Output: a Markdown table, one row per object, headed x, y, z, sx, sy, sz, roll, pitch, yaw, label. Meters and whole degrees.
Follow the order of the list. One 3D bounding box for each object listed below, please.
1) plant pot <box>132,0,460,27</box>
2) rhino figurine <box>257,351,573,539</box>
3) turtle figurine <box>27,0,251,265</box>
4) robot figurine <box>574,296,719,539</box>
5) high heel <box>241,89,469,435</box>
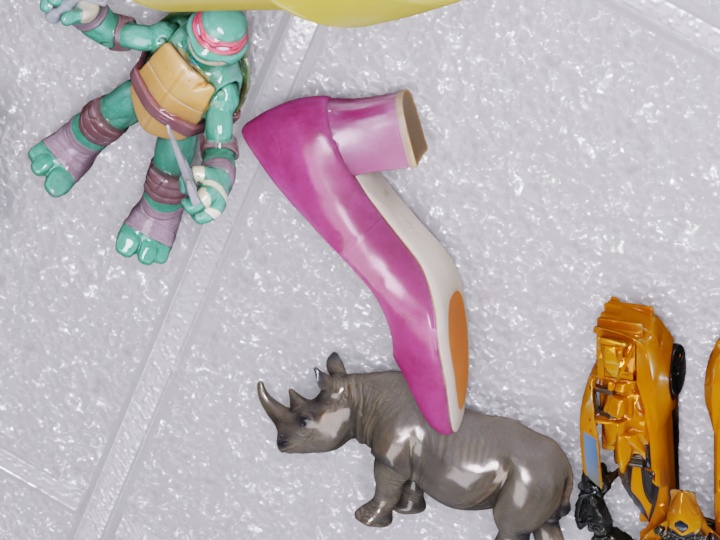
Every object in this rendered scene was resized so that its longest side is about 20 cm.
| x | y | z | sx | sy | sz | roll | pitch | yaw | label |
| --- | --- | --- | --- | --- | --- | --- | --- | --- | --- |
| -0.044 | -0.208 | 1.327 | 0.189 | 0.201 | 0.201 | -13 | 114 | 45 | plant pot |
| 0.031 | 0.104 | 1.549 | 0.200 | 0.060 | 0.088 | 24 | 112 | 11 | rhino figurine |
| -0.108 | -0.091 | 1.470 | 0.150 | 0.101 | 0.200 | 54 | 144 | 13 | turtle figurine |
| 0.181 | 0.114 | 1.490 | 0.145 | 0.058 | 0.201 | 6 | 120 | 22 | robot figurine |
| 0.000 | 0.000 | 1.491 | 0.096 | 0.067 | 0.201 | -9 | 110 | 17 | high heel |
